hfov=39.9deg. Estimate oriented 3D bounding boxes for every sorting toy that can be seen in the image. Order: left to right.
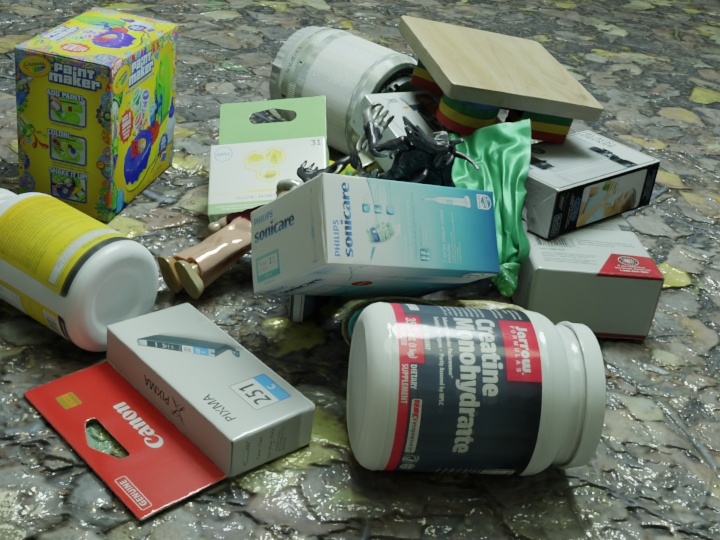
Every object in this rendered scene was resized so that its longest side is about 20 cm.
[{"bbox_3d":[0.156,-0.222,1.195,0.197,0.070,0.201,5,33,-21],"label":"sorting toy"}]

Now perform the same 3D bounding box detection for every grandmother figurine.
[{"bbox_3d":[-0.125,-0.041,1.084,0.199,0.061,0.121,-34,38,-31],"label":"grandmother figurine"}]

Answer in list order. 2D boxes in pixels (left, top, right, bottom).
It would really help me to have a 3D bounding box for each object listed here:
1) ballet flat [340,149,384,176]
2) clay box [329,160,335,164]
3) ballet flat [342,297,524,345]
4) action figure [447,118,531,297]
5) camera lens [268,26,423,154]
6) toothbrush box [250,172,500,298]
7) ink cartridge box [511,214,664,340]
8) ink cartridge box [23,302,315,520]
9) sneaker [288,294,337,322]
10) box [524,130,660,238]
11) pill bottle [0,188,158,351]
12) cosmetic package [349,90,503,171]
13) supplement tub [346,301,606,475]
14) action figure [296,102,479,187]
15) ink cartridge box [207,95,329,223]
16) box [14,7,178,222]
[{"bbox_3d":[0.029,-0.131,1.225,0.066,0.068,0.200,21,30,22],"label":"ballet flat"},{"bbox_3d":[-0.052,-0.101,1.268,0.198,0.048,0.115,17,30,13],"label":"clay box"},{"bbox_3d":[0.075,0.059,0.994,0.198,0.071,0.071,1,29,-11],"label":"ballet flat"},{"bbox_3d":[0.141,-0.062,1.060,0.117,0.055,0.202,-16,57,18],"label":"action figure"},{"bbox_3d":[-0.014,-0.254,1.435,0.199,0.161,0.159,29,35,33],"label":"camera lens"},{"bbox_3d":[0.012,-0.027,0.957,0.198,0.086,0.146,4,-13,-34],"label":"toothbrush box"},{"bbox_3d":[0.244,-0.011,1.148,0.143,0.085,0.201,4,29,-6],"label":"ink cartridge box"},{"bbox_3d":[-0.168,0.111,0.863,0.175,0.045,0.199,-18,38,-41],"label":"ink cartridge box"},{"bbox_3d":[0.000,-0.002,1.074,0.144,0.078,0.203,8,28,5],"label":"sneaker"},{"bbox_3d":[0.246,-0.106,1.170,0.199,0.061,0.116,-16,35,-37],"label":"box"},{"bbox_3d":[-0.302,-0.009,0.970,0.199,0.113,0.112,26,33,28],"label":"pill bottle"},{"bbox_3d":[0.105,-0.151,1.205,0.199,0.052,0.151,-13,60,-42],"label":"cosmetic package"},{"bbox_3d":[0.093,0.102,0.848,0.198,0.142,0.141,3,29,-8],"label":"supplement tub"},{"bbox_3d":[0.033,-0.115,1.031,0.198,0.119,0.103,-15,43,31],"label":"action figure"},{"bbox_3d":[-0.111,-0.144,1.217,0.144,0.048,0.202,-4,61,2],"label":"ink cartridge box"},{"bbox_3d":[-0.319,-0.196,1.217,0.121,0.194,0.200,13,30,8],"label":"box"}]
